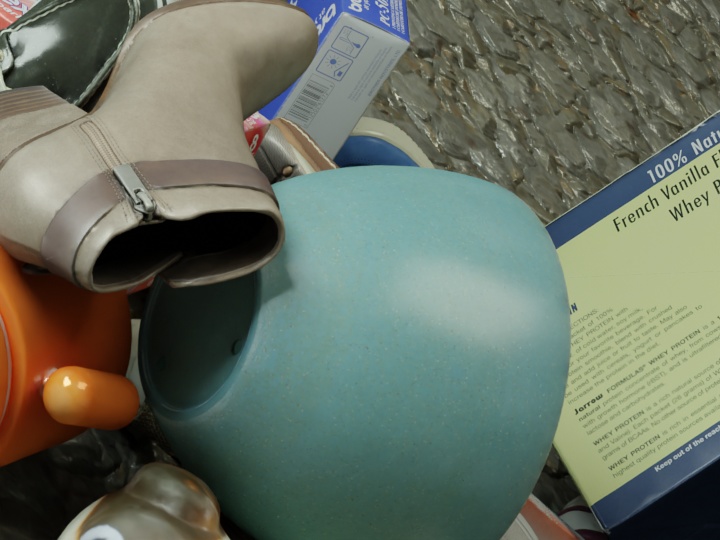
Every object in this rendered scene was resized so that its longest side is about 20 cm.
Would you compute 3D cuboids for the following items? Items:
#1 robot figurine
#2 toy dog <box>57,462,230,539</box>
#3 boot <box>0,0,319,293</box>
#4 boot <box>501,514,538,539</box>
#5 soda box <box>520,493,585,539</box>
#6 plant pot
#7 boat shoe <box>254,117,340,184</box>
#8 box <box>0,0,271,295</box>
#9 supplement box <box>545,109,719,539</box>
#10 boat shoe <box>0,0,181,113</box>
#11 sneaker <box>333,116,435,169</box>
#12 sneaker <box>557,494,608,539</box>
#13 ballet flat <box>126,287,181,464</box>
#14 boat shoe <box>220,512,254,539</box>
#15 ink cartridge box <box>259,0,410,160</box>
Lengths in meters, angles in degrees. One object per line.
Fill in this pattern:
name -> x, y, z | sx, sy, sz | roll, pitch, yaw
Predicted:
robot figurine -> -0.176, 0.032, 1.233 | 0.144, 0.117, 0.200 | 53, 27, 10
toy dog -> -0.050, 0.173, 1.225 | 0.200, 0.139, 0.194 | 38, 27, -18
boot -> -0.074, -0.050, 1.225 | 0.199, 0.071, 0.146 | -22, 39, -23
boot -> 0.053, 0.149, 1.314 | 0.200, 0.074, 0.096 | 47, 5, 31
soda box -> 0.072, 0.147, 1.480 | 0.200, 0.068, 0.064 | 42, 0, -42
plant pot -> -0.021, 0.038, 1.267 | 0.134, 0.200, 0.201 | 17, 39, -37
boat shoe -> 0.000, 0.000, 1.476 | 0.201, 0.075, 0.072 | 58, 42, -20
box -> -0.159, -0.084, 1.387 | 0.200, 0.095, 0.103 | 36, 22, 14
supplement box -> 0.197, 0.053, 1.555 | 0.134, 0.199, 0.200 | 53, 5, -48
boat shoe -> -0.162, -0.070, 1.296 | 0.071, 0.200, 0.064 | 49, 16, 10
sneaker -> 0.017, 0.019, 1.550 | 0.112, 0.076, 0.201 | -92, 171, -51
sneaker -> 0.189, 0.209, 1.638 | 0.200, 0.075, 0.090 | 43, 31, -15
ballet flat -> -0.114, 0.028, 1.423 | 0.075, 0.068, 0.201 | 12, 33, -20
boat shoe -> -0.047, 0.077, 1.443 | 0.065, 0.072, 0.201 | 40, 19, -40
ink cartridge box -> -0.042, -0.082, 1.512 | 0.044, 0.200, 0.094 | 23, 32, -19
